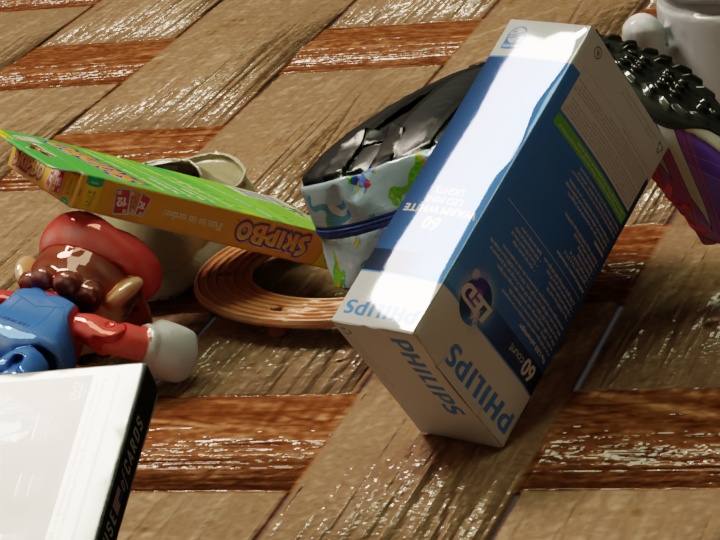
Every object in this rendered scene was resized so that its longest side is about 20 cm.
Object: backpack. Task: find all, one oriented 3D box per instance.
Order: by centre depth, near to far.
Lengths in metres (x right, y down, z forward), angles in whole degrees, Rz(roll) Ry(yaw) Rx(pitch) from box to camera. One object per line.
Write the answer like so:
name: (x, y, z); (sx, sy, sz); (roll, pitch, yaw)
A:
backpack: (0.058, -0.048, 1.611); (0.163, 0.154, 0.200); (-8, 0, 35)

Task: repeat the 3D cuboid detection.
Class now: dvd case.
dvd case: (-0.202, 0.110, 1.316); (0.200, 0.025, 0.150); (-5, 43, 17)

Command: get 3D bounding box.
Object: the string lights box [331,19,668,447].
string lights box: (0.076, -0.021, 1.487); (0.059, 0.103, 0.200); (10, 59, 41)

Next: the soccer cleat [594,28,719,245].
soccer cleat: (0.183, -0.057, 1.577); (0.200, 0.073, 0.068); (34, 28, 2)

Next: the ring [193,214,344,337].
ring: (0.000, 0.000, 1.724); (0.200, 0.019, 0.200); (-7, 20, 2)

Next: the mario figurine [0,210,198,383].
mario figurine: (-0.173, 0.052, 1.605); (0.106, 0.123, 0.200); (-48, -2, 42)

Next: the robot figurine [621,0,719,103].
robot figurine: (0.237, -0.136, 1.728); (0.169, 0.200, 0.113); (-15, 20, -21)

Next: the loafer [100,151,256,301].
loafer: (-0.113, -0.041, 1.811); (0.076, 0.068, 0.200); (-4, 20, 13)

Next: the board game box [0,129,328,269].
board game box: (-0.114, -0.042, 1.684); (0.200, 0.030, 0.096); (17, 7, -33)
